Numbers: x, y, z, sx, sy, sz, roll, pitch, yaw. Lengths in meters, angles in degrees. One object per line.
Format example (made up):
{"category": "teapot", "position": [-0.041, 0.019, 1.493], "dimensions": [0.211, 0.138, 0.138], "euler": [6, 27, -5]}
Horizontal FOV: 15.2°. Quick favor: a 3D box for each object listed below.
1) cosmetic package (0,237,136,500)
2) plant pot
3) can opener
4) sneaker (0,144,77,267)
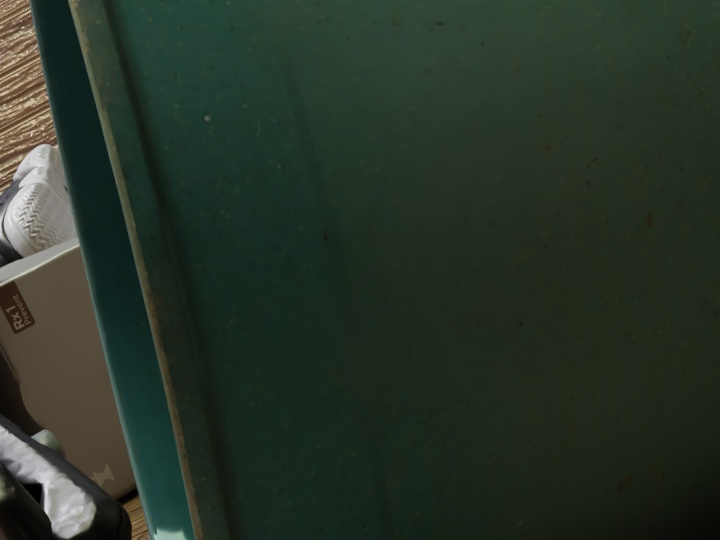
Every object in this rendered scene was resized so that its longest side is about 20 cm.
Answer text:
{"category": "cosmetic package", "position": [-0.138, 0.047, 1.205], "dimensions": [0.090, 0.107, 0.200], "euler": [-29, 7, -24]}
{"category": "plant pot", "position": [0.036, -0.016, 0.589], "dimensions": [0.187, 0.201, 0.200], "euler": [-13, 3, -9]}
{"category": "can opener", "position": [-0.148, 0.069, 0.985], "dimensions": [0.063, 0.079, 0.200], "euler": [-29, 30, -22]}
{"category": "sneaker", "position": [-0.200, -0.005, 1.501], "dimensions": [0.114, 0.076, 0.200], "euler": [-36, 8, 6]}
